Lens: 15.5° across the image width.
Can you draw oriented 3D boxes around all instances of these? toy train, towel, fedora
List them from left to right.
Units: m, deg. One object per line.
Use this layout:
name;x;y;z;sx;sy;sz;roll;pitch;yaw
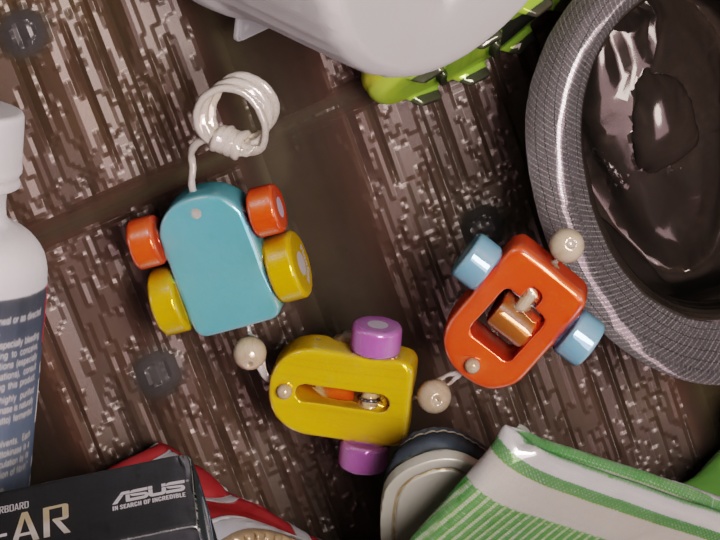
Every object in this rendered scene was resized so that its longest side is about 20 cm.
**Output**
toy train;0.000;0.000;1.154;0.200;0.056;0.150;33;111;-4
towel;0.052;0.154;1.150;0.152;0.023;0.200;20;121;-40
fedora;0.149;-0.053;1.201;0.176;0.090;0.201;-26;102;-12

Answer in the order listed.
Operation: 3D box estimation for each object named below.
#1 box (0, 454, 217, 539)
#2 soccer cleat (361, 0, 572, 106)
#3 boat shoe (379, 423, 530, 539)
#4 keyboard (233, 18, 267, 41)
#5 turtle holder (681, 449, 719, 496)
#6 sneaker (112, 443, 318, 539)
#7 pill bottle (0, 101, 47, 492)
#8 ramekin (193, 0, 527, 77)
box;-0.123;0.175;1.071;0.160;0.044;0.201;-13;128;1
soccer cleat;0.068;-0.155;1.179;0.200;0.065;0.084;-43;81;0
boat shoe;0.061;0.118;1.188;0.075;0.062;0.200;-19;142;20
keyboard;-0.024;-0.190;1.105;0.056;0.011;0.201;-25;136;-39
turtle holder;0.217;0.143;1.243;0.185;0.141;0.132;-20;125;-24
sneaker;-0.048;0.140;1.197;0.200;0.112;0.071;37;81;-51
pill bottle;-0.191;0.029;1.096;0.119;0.120;0.201;3;102;-18
ramekin;0.014;-0.176;1.065;0.200;0.098;0.201;-36;143;-32
